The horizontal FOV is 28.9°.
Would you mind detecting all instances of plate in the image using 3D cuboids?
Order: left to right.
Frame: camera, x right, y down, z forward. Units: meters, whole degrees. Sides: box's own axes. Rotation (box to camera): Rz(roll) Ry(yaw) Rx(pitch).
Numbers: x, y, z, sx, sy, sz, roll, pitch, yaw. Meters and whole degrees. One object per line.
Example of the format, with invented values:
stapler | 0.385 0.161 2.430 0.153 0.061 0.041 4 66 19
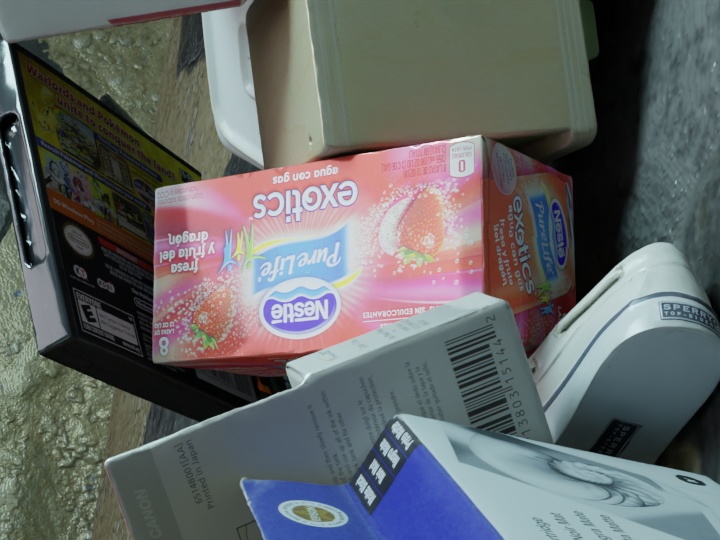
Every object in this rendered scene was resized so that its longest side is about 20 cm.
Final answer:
plate | -0.052 -0.135 0.903 0.199 0.032 0.201 33 136 45

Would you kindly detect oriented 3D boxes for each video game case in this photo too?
video game case | -0.128 -0.011 0.783 0.025 0.200 0.182 -25 63 16

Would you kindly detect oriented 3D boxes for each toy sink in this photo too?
toy sink | 0.053 -0.108 0.746 0.130 0.199 0.113 163 99 -72

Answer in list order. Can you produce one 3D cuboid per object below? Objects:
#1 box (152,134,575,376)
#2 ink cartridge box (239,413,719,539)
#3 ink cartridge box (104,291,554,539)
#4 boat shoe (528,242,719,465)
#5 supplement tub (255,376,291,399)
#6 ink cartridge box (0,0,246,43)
box | 0.000 0.000 0.710 0.199 0.102 0.095 -6 79 32
ink cartridge box | 0.071 0.100 0.471 0.200 0.199 0.041 -141 64 -72
ink cartridge box | 0.007 0.132 0.582 0.045 0.175 0.201 -163 54 -75
boat shoe | 0.096 0.069 0.650 0.066 0.071 0.201 -89 18 -47
supplement tub | -0.019 0.044 0.884 0.199 0.122 0.124 0 78 55
ink cartridge box | -0.105 -0.207 0.768 0.200 0.144 0.084 -64 -37 -55
